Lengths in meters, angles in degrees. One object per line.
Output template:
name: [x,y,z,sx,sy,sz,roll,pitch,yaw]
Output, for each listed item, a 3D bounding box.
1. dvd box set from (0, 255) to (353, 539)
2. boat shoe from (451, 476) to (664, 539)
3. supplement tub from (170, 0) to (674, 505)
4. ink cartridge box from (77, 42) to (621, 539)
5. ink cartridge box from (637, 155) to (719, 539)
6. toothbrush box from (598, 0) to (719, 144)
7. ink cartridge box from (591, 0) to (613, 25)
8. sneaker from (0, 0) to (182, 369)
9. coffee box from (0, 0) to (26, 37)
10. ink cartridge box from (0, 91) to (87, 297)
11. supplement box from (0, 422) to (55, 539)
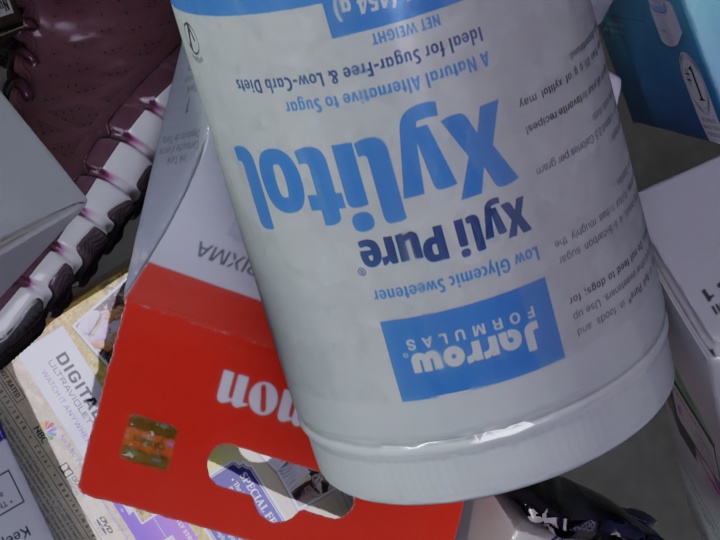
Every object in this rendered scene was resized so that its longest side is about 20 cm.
dvd box set: [-0.041,0.050,0.985,0.199,0.029,0.147,-33,99,-1]
boat shoe: [0.055,0.171,0.995,0.092,0.075,0.201,15,109,-28]
supplement tub: [0.020,-0.041,0.830,0.131,0.132,0.201,-18,108,-4]
ink cartridge box: [0.000,0.000,0.918,0.162,0.057,0.201,19,74,-28]
ink cartridge box: [0.186,0.034,0.932,0.144,0.084,0.201,-24,139,-3]
toothbrush box: [0.117,-0.155,0.921,0.085,0.146,0.201,-23,98,-5]
ink cartridge box: [0.065,-0.150,0.847,0.037,0.200,0.095,-23,79,-13]
sneaker: [-0.125,-0.059,0.937,0.115,0.076,0.200,37,70,-2]
coffee box: [-0.213,-0.153,0.885,0.114,0.080,0.201,-16,98,36]
ink cartridge box: [-0.205,-0.044,0.817,0.200,0.083,0.145,50,125,5]
supplement box: [-0.146,0.163,0.936,0.103,0.101,0.201,-30,99,-26]
